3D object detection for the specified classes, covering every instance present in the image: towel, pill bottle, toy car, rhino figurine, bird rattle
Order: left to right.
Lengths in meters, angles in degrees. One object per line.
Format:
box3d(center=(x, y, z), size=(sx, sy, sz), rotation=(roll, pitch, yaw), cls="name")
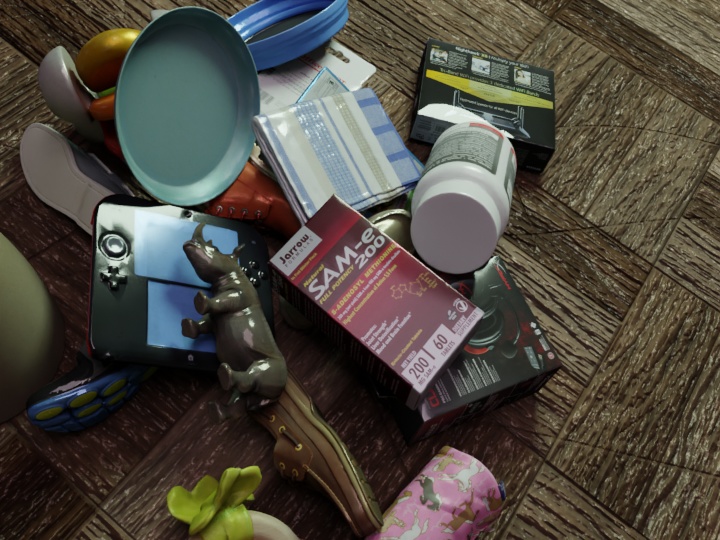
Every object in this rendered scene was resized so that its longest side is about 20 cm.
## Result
box3d(center=(-0.249, -0.186, 0.844), size=(0.172, 0.200, 0.153), rotation=(-23, 87, -5), cls="toy car")
box3d(center=(-0.118, 0.275, 0.634), size=(0.161, 0.113, 0.203), rotation=(27, 58, -15), cls="bird rattle")
box3d(center=(-0.129, 0.044, 0.724), size=(0.086, 0.059, 0.203), rotation=(0, 63, -48), cls="rhino figurine")
box3d(center=(-0.023, -0.135, 0.867), size=(0.198, 0.024, 0.149), rotation=(-26, 85, -41), cls="towel")
box3d(center=(0.121, -0.088, 0.864), size=(0.112, 0.115, 0.201), rotation=(23, 33, 3), cls="pill bottle")

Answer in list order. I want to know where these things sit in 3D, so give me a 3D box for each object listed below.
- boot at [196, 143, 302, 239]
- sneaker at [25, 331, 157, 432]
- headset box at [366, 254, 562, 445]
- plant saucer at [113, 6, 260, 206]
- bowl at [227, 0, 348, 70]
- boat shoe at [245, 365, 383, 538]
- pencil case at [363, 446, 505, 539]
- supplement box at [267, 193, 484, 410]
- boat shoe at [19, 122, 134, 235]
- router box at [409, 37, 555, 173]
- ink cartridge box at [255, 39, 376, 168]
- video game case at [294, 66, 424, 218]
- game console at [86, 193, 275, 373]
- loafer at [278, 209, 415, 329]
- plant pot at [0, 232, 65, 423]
box3d(center=(-0.125, -0.072, 0.870), size=(0.199, 0.076, 0.107), rotation=(40, 67, 18), cls="boot")
box3d(center=(-0.251, 0.083, 0.742), size=(0.082, 0.071, 0.200), rotation=(35, 51, 12), cls="sneaker")
box3d(center=(0.095, 0.086, 0.810), size=(0.196, 0.075, 0.151), rotation=(-16, 63, -21), cls="headset box")
box3d(center=(-0.183, -0.171, 0.783), size=(0.027, 0.203, 0.201), rotation=(15, 50, 33), cls="plant saucer")
box3d(center=(-0.107, -0.324, 0.986), size=(0.196, 0.040, 0.202), rotation=(-16, 35, 11), cls="bowl")
box3d(center=(-0.047, 0.180, 0.710), size=(0.067, 0.073, 0.200), rotation=(-35, 49, -9), cls="boat shoe")
box3d(center=(0.052, 0.260, 0.688), size=(0.086, 0.084, 0.199), rotation=(32, 55, 28), cls="pencil case")
box3d(center=(0.013, 0.029, 0.743), size=(0.199, 0.061, 0.109), rotation=(38, 69, 14), cls="supplement box")
box3d(center=(-0.320, -0.098, 0.855), size=(0.199, 0.074, 0.062), rotation=(39, 15, 21), cls="boat shoe")
box3d(center=(0.174, -0.234, 1.042), size=(0.195, 0.053, 0.160), rotation=(14, 56, -4), cls="router box")
box3d(center=(-0.078, -0.216, 0.965), size=(0.115, 0.068, 0.201), rotation=(34, 58, 9), cls="ink cartridge box")
box3d(center=(-0.007, -0.134, 0.909), size=(0.200, 0.018, 0.144), rotation=(42, 55, -16), cls="video game case")
box3d(center=(-0.178, 0.016, 0.756), size=(0.197, 0.031, 0.180), rotation=(12, 53, -34), cls="game console")
box3d(center=(0.000, 0.000, 0.835), size=(0.199, 0.068, 0.076), rotation=(-40, 109, -22), cls="loafer")
box3d(center=(-0.378, 0.022, 0.670), size=(0.183, 0.201, 0.191), rotation=(6, 57, -9), cls="plant pot")
